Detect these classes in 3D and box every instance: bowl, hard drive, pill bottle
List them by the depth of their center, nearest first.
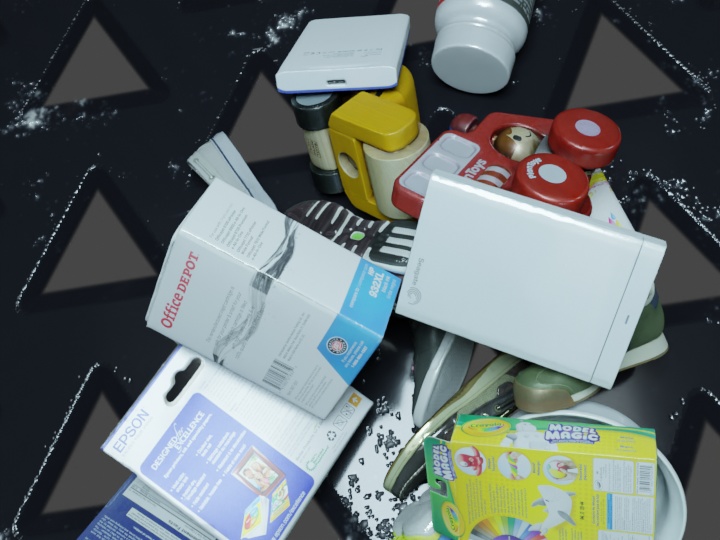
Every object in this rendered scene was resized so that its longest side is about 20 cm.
[{"bbox_3d":[0.138,0.007,0.660,0.197,0.027,0.134,19,113,12],"label":"hard drive"},{"bbox_3d":[0.207,0.200,0.750,0.198,0.090,0.204,8,115,17],"label":"bowl"},{"bbox_3d":[-0.014,-0.254,0.898,0.129,0.026,0.201,-1,33,9],"label":"hard drive"},{"bbox_3d":[0.152,-0.326,0.925,0.112,0.114,0.203,14,74,9],"label":"pill bottle"}]

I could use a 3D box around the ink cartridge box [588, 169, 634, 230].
[{"bbox_3d":[0.205,-0.046,0.849,0.143,0.084,0.203,-22,72,-3],"label":"ink cartridge box"}]

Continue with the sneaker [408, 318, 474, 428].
[{"bbox_3d":[0.069,0.063,0.844,0.098,0.070,0.203,15,88,32],"label":"sneaker"}]

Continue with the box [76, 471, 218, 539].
[{"bbox_3d":[-0.202,0.264,0.775,0.120,0.033,0.200,28,47,12],"label":"box"}]

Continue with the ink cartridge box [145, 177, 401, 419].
[{"bbox_3d":[-0.083,0.030,0.724,0.198,0.146,0.084,28,44,-5],"label":"ink cartridge box"}]

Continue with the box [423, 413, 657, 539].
[{"bbox_3d":[0.157,0.193,0.688,0.196,0.048,0.119,1,114,18],"label":"box"}]

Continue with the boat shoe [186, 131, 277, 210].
[{"bbox_3d":[-0.145,-0.066,0.895,0.085,0.075,0.203,-33,70,-6],"label":"boat shoe"}]

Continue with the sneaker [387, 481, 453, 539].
[{"bbox_3d":[0.063,0.303,0.773,0.200,0.076,0.105,-42,92,-8],"label":"sneaker"}]

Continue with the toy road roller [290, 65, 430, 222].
[{"bbox_3d":[0.028,-0.155,0.864,0.145,0.124,0.199,-38,47,-22],"label":"toy road roller"}]

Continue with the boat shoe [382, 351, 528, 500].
[{"bbox_3d":[0.109,0.167,0.800,0.201,0.072,0.066,-43,69,-13],"label":"boat shoe"}]

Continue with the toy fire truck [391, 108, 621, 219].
[{"bbox_3d":[0.143,-0.094,0.747,0.166,0.113,0.200,28,51,18],"label":"toy fire truck"}]

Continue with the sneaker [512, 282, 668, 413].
[{"bbox_3d":[0.216,0.057,0.732,0.198,0.067,0.091,-18,106,-31],"label":"sneaker"}]

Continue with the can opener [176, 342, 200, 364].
[{"bbox_3d":[-0.128,0.108,0.842,0.199,0.067,0.054,38,79,15],"label":"can opener"}]

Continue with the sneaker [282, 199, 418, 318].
[{"bbox_3d":[0.000,0.000,0.796,0.198,0.116,0.076,17,58,38],"label":"sneaker"}]

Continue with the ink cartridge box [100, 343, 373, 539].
[{"bbox_3d":[-0.120,0.158,0.786,0.199,0.047,0.199,35,72,3],"label":"ink cartridge box"}]
